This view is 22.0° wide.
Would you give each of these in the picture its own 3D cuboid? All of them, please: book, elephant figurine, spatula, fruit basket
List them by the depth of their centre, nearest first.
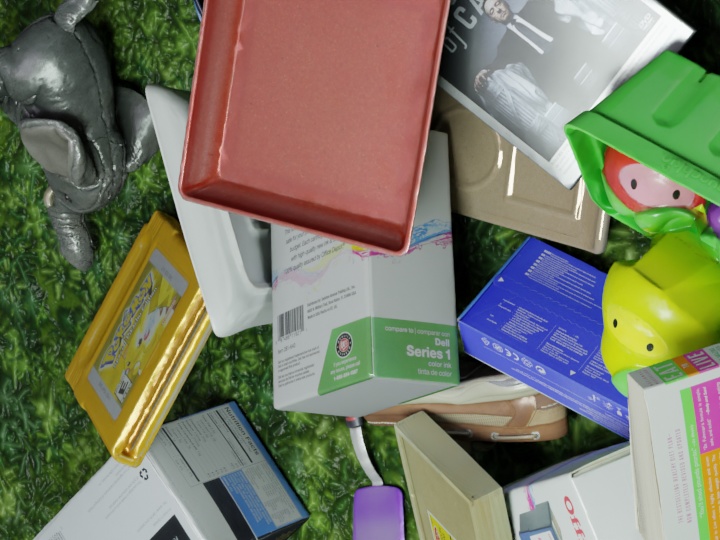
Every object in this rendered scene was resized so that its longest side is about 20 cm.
[{"bbox_3d":[0.274,0.098,1.201,0.048,0.200,0.134,-127,24,-59],"label":"book"},{"bbox_3d":[0.221,-0.014,1.239,0.215,0.156,0.216,-7,65,15],"label":"fruit basket"},{"bbox_3d":[0.002,0.144,1.544,0.056,0.021,0.200,-8,95,40],"label":"spatula"},{"bbox_3d":[-0.244,-0.118,1.626,0.141,0.155,0.200,-31,91,-5],"label":"elephant figurine"}]

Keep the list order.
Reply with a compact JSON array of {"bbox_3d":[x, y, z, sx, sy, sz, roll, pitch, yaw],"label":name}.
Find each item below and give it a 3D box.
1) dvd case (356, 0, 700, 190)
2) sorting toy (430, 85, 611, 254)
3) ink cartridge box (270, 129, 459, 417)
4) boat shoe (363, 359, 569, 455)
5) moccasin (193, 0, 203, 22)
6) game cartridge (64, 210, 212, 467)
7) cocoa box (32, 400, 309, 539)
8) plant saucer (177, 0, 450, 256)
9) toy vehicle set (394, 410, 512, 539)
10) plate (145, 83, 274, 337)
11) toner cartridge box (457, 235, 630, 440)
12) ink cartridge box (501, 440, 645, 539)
[{"bbox_3d":[0.115,-0.175,1.302,0.200,0.025,0.150,39,118,4],"label":"dvd case"},{"bbox_3d":[0.119,-0.124,1.389,0.200,0.036,0.186,20,112,38],"label":"sorting toy"},{"bbox_3d":[0.000,0.000,1.414,0.145,0.084,0.200,-23,64,55],"label":"ink cartridge box"},{"bbox_3d":[0.079,0.111,1.445,0.200,0.076,0.072,-8,106,46],"label":"boat shoe"},{"bbox_3d":[-0.101,-0.193,1.509,0.080,0.068,0.200,-41,75,19],"label":"moccasin"},{"bbox_3d":[-0.183,0.051,1.566,0.177,0.032,0.200,-62,27,5],"label":"game cartridge"},{"bbox_3d":[-0.169,0.231,1.624,0.200,0.131,0.133,-46,71,35],"label":"cocoa box"},{"bbox_3d":[-0.029,-0.129,1.333,0.200,0.037,0.200,15,102,27],"label":"plant saucer"},{"bbox_3d":[0.082,0.218,1.417,0.124,0.026,0.200,43,151,54],"label":"toy vehicle set"},{"bbox_3d":[-0.099,-0.053,1.478,0.032,0.200,0.200,-17,88,15],"label":"plate"},{"bbox_3d":[0.178,0.057,1.340,0.200,0.095,0.043,28,152,30],"label":"toner cartridge box"},{"bbox_3d":[0.174,0.206,1.326,0.146,0.087,0.200,68,160,5],"label":"ink cartridge box"}]
